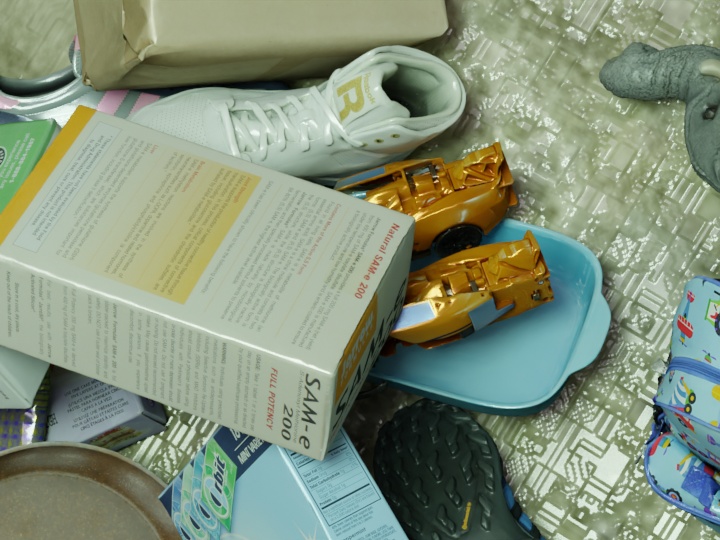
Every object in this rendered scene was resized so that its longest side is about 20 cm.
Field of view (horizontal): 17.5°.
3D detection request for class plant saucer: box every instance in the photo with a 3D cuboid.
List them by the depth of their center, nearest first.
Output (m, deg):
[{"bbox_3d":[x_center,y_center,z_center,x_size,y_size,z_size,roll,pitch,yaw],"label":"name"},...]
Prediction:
[{"bbox_3d":[-0.181,0.199,1.357,0.200,0.034,0.201,1,89,-22],"label":"plant saucer"}]

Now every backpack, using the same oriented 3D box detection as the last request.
[{"bbox_3d":[0.234,0.083,1.225,0.182,0.200,0.135,27,86,18],"label":"backpack"}]

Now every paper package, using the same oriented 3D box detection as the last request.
[{"bbox_3d":[-0.067,-0.208,1.357,0.199,0.103,0.191,-5,84,-30],"label":"paper package"}]

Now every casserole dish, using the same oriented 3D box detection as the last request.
[{"bbox_3d":[0.049,0.023,1.361,0.199,0.039,0.121,14,63,19],"label":"casserole dish"}]

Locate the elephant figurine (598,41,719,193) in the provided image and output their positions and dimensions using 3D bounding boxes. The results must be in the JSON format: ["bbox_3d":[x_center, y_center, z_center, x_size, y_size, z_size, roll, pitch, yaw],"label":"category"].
[{"bbox_3d":[0.247,-0.071,1.308,0.199,0.155,0.142,-23,116,20],"label":"elephant figurine"}]

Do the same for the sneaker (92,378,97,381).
[{"bbox_3d":[-0.120,-0.023,1.388,0.078,0.070,0.200,34,59,21],"label":"sneaker"}]

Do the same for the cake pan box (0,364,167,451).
[{"bbox_3d":[-0.240,0.048,1.444,0.199,0.052,0.185,-23,71,10],"label":"cake pan box"}]

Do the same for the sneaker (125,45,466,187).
[{"bbox_3d":[-0.036,-0.089,1.324,0.116,0.199,0.074,-32,71,52],"label":"sneaker"}]

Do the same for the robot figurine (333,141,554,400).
[{"bbox_3d":[0.000,0.000,1.325,0.199,0.058,0.145,-18,53,-1],"label":"robot figurine"}]

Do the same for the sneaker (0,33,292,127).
[{"bbox_3d":[-0.137,-0.104,1.395,0.199,0.070,0.082,-11,109,-9],"label":"sneaker"}]

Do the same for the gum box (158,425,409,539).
[{"bbox_3d":[-0.024,0.176,1.286,0.044,0.170,0.200,-24,78,-30],"label":"gum box"}]

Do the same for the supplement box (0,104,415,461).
[{"bbox_3d":[-0.086,0.005,1.228,0.199,0.074,0.126,19,47,11],"label":"supplement box"}]

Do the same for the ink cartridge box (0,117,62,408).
[{"bbox_3d":[-0.257,-0.001,1.338,0.199,0.088,0.146,-2,51,31],"label":"ink cartridge box"}]

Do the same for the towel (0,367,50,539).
[{"bbox_3d":[-0.258,0.126,1.394,0.143,0.023,0.201,7,85,14],"label":"towel"}]

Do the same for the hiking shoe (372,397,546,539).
[{"bbox_3d":[0.068,0.159,1.322,0.074,0.087,0.200,-28,48,-5],"label":"hiking shoe"}]
